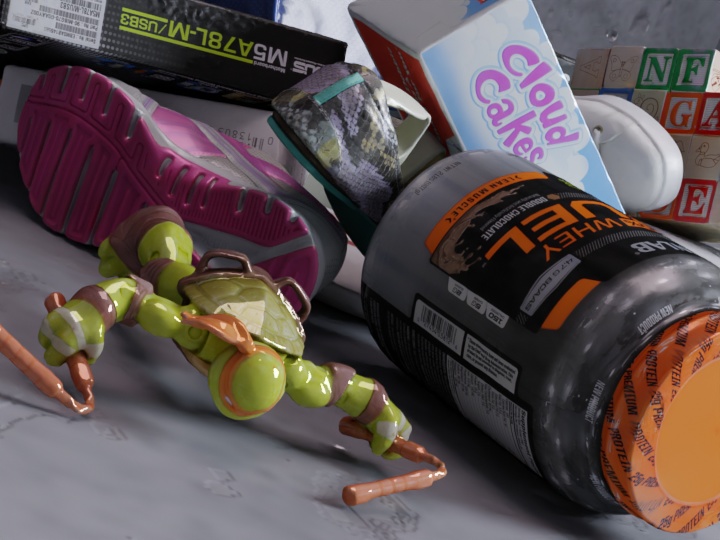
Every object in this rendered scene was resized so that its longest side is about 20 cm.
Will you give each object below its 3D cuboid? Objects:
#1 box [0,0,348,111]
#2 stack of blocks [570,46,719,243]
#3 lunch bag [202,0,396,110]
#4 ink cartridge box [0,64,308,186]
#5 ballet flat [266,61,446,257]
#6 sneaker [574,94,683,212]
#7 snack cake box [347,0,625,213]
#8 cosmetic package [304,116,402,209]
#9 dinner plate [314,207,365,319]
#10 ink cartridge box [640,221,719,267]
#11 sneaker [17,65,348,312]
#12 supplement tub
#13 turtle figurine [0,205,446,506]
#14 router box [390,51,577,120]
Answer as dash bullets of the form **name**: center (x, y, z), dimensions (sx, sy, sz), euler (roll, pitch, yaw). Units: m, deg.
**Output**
- **box**: center (-0.138, -0.123, 1.029), dimensions (0.199, 0.048, 0.193), euler (12, -6, -30)
- **stack of blocks**: center (0.221, -0.081, 1.206), dimensions (0.058, 0.116, 0.199), euler (20, -8, -42)
- **lunch bag**: center (-0.026, -0.179, 1.172), dimensions (0.199, 0.137, 0.132), euler (13, -4, -38)
- **ink cartridge box**: center (-0.108, -0.069, 1.080), dimensions (0.160, 0.051, 0.200), euler (10, -5, 7)
- **ballet flat**: center (0.012, -0.050, 0.934), dimensions (0.072, 0.072, 0.200), euler (26, -10, 19)
- **sneaker**: center (0.112, -0.079, 1.194), dimensions (0.084, 0.073, 0.199), euler (-21, 33, -38)
- **snack cake box**: center (0.078, -0.062, 0.997), dimensions (0.201, 0.067, 0.115), euler (62, -6, -26)
- **cosmetic package**: center (0.014, -0.064, 1.262), dimensions (0.199, 0.074, 0.104), euler (17, 13, -17)
- **dinner plate**: center (0.000, 0.000, 1.062), dimensions (0.199, 0.024, 0.200), euler (20, 12, -4)
- **ink cartridge box**: center (0.204, 0.030, 1.149), dimensions (0.199, 0.084, 0.145), euler (17, 10, -22)
- **sneaker**: center (-0.089, -0.035, 0.940), dimensions (0.199, 0.082, 0.088), euler (35, 14, 21)
- **supplement tub**: center (0.098, 0.031, 0.852), dimensions (0.122, 0.123, 0.200), euler (13, 14, -38)
- **turtle figurine**: center (-0.063, 0.020, 0.746), dimensions (0.199, 0.065, 0.161), euler (18, 12, -21)
- **router box**: center (0.065, -0.109, 1.364), dimensions (0.199, 0.151, 0.062), euler (19, 11, -14)
